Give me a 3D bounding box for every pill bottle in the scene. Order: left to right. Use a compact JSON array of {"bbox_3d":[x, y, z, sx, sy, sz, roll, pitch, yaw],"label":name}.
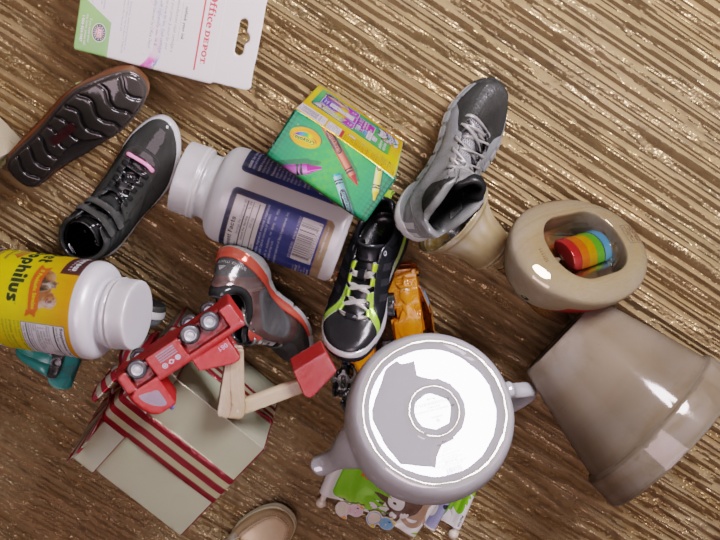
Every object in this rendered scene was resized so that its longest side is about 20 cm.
[{"bbox_3d":[-0.338,0.038,1.118,0.199,0.109,0.110,7,109,12],"label":"pill bottle"},{"bbox_3d":[-0.109,-0.072,1.131,0.199,0.111,0.111,20,109,-2],"label":"pill bottle"}]

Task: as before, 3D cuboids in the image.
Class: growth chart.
[{"bbox_3d":[0.051,0.274,1.279,0.199,0.018,0.145,15,109,1],"label":"growth chart"}]

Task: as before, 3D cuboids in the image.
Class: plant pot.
[{"bbox_3d":[0.290,0.132,1.134,0.174,0.200,0.200,45,107,8],"label":"plant pot"}]

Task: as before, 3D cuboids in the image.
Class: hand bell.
[{"bbox_3d":[0.172,-0.002,1.153,0.200,0.104,0.104,40,107,-20],"label":"hand bell"}]

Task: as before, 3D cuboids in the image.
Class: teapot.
[{"bbox_3d":[0.075,0.171,1.122,0.199,0.146,0.198,26,69,5],"label":"teapot"}]

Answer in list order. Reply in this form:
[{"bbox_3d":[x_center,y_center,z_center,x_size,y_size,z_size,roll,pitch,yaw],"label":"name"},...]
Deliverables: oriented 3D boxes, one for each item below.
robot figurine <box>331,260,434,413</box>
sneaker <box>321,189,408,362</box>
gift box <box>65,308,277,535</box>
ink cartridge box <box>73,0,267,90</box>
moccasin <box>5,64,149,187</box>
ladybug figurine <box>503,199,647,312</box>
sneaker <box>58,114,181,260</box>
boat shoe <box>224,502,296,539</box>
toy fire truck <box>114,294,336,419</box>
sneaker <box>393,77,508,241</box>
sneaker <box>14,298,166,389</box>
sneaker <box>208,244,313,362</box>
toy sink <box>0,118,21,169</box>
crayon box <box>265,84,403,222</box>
[{"bbox_3d":[0.032,0.093,1.200,0.144,0.058,0.201,-5,107,7],"label":"robot figurine"},{"bbox_3d":[0.000,0.000,1.112,0.071,0.201,0.083,9,153,15],"label":"sneaker"},{"bbox_3d":[-0.230,0.181,1.188,0.187,0.185,0.200,42,101,-10],"label":"gift box"},{"bbox_3d":[-0.199,-0.277,1.096,0.199,0.067,0.118,15,109,1],"label":"ink cartridge box"},{"bbox_3d":[-0.314,-0.168,1.135,0.201,0.078,0.074,-37,114,27],"label":"moccasin"},{"bbox_3d":[0.232,-0.010,1.102,0.136,0.199,0.072,62,141,24],"label":"ladybug figurine"},{"bbox_3d":[-0.274,-0.085,1.149,0.071,0.099,0.200,35,106,-4],"label":"sneaker"},{"bbox_3d":[-0.160,0.384,1.306,0.074,0.069,0.200,42,107,-8],"label":"boat shoe"},{"bbox_3d":[-0.142,0.107,1.071,0.199,0.049,0.141,-34,105,-1],"label":"toy fire truck"},{"bbox_3d":[0.118,-0.115,1.070,0.075,0.115,0.201,29,88,-19],"label":"sneaker"},{"bbox_3d":[-0.334,0.083,1.206,0.199,0.084,0.122,6,94,11],"label":"sneaker"},{"bbox_3d":[-0.123,0.059,1.157,0.077,0.082,0.200,2,142,32],"label":"sneaker"},{"bbox_3d":[-0.505,-0.103,1.149,0.200,0.130,0.112,-40,101,15],"label":"toy sink"},{"bbox_3d":[-0.021,-0.129,1.058,0.118,0.200,0.058,34,107,-6],"label":"crayon box"}]
